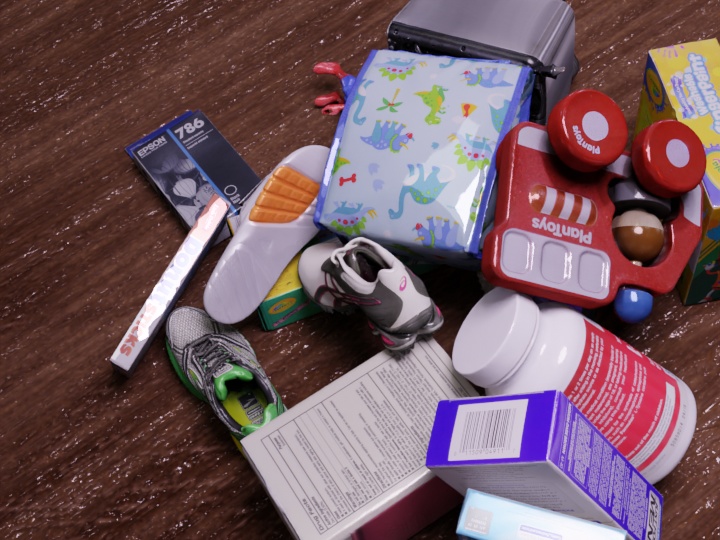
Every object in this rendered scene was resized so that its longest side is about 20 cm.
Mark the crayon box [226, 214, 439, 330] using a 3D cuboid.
[{"bbox_3d":[-0.030,-0.029,1.054,0.199,0.058,0.119,-20,57,-5],"label":"crayon box"}]

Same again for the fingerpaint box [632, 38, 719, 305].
[{"bbox_3d":[0.338,-0.097,0.982,0.073,0.167,0.201,-10,55,2],"label":"fingerpaint box"}]

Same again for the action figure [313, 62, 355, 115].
[{"bbox_3d":[-0.021,-0.167,1.104,0.099,0.065,0.200,-19,37,-22],"label":"action figure"}]

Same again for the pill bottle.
[{"bbox_3d":[0.182,0.098,0.852,0.200,0.112,0.113,32,58,-19],"label":"pill bottle"}]

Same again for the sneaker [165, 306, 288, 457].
[{"bbox_3d":[-0.128,0.099,0.968,0.078,0.085,0.200,-37,59,-16],"label":"sneaker"}]

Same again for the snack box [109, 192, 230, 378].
[{"bbox_3d":[-0.194,0.016,1.020,0.024,0.072,0.200,30,73,-3],"label":"snack box"}]

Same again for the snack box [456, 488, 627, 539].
[{"bbox_3d":[0.140,0.227,0.776,0.116,0.200,0.037,12,65,16],"label":"snack box"}]

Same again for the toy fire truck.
[{"bbox_3d":[0.200,-0.045,0.840,0.199,0.112,0.169,15,74,-19],"label":"toy fire truck"}]

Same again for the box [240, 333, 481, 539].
[{"bbox_3d":[0.015,0.169,0.888,0.200,0.109,0.128,-31,58,-12],"label":"box"}]

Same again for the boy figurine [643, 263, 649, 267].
[{"bbox_3d":[0.237,-0.053,1.016,0.124,0.065,0.200,11,36,-19],"label":"boy figurine"}]

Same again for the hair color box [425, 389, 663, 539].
[{"bbox_3d":[0.153,0.171,0.797,0.109,0.200,0.065,-11,49,37],"label":"hair color box"}]

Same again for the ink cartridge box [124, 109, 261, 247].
[{"bbox_3d":[-0.194,-0.118,1.149,0.099,0.039,0.200,-35,58,-14],"label":"ink cartridge box"}]

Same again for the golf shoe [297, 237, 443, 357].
[{"bbox_3d":[0.000,0.000,0.921,0.077,0.088,0.200,-37,35,-19],"label":"golf shoe"}]

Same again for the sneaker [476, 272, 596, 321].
[{"bbox_3d":[0.188,0.025,0.987,0.099,0.070,0.201,-20,62,-10],"label":"sneaker"}]

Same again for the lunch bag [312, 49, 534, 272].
[{"bbox_3d":[0.067,-0.112,0.957,0.169,0.127,0.201,11,83,18],"label":"lunch bag"}]

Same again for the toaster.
[{"bbox_3d":[0.136,-0.203,1.069,0.199,0.181,0.119,19,57,20],"label":"toaster"}]

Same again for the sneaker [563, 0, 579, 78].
[{"bbox_3d":[0.218,-0.314,1.206,0.104,0.060,0.200,-38,56,-11],"label":"sneaker"}]

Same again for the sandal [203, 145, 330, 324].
[{"bbox_3d":[-0.097,-0.043,0.994,0.207,0.079,0.059,-53,30,-9],"label":"sandal"}]
